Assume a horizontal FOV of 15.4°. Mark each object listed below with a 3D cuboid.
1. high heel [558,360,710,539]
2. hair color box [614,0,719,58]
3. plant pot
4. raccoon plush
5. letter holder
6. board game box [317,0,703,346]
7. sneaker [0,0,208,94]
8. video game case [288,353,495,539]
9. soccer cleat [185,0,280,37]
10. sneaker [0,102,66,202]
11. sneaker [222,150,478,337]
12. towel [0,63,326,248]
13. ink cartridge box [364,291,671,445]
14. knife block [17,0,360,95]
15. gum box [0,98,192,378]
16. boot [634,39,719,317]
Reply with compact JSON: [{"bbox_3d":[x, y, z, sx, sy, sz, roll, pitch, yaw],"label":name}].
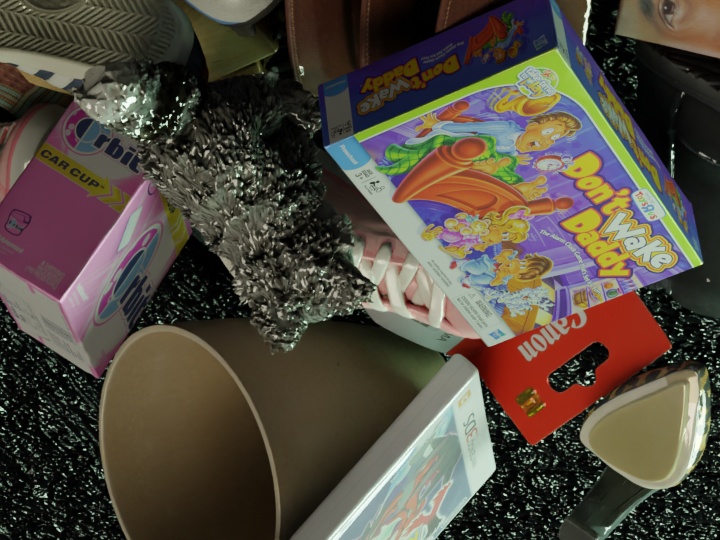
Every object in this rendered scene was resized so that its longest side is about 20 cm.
[{"bbox_3d":[0.198,0.084,1.669,0.071,0.143,0.200,39,142,10],"label":"high heel"},{"bbox_3d":[0.241,-0.158,1.393,0.198,0.064,0.111,14,144,9],"label":"hair color box"},{"bbox_3d":[-0.037,0.106,1.732,0.187,0.199,0.189,18,115,45],"label":"plant pot"},{"bbox_3d":[-0.079,-0.029,1.439,0.097,0.135,0.199,-33,158,36],"label":"raccoon plush"},{"bbox_3d":[0.039,-0.142,1.416,0.141,0.101,0.201,-14,143,-14],"label":"letter holder"},{"bbox_3d":[0.083,-0.050,1.418,0.134,0.045,0.200,-22,138,18],"label":"board game box"},{"bbox_3d":[-0.172,-0.133,1.492,0.199,0.075,0.085,23,169,24],"label":"sneaker"},{"bbox_3d":[0.011,0.162,1.674,0.023,0.200,0.182,38,166,20],"label":"video game case"},{"bbox_3d":[-0.100,-0.193,1.436,0.086,0.070,0.200,50,172,-34],"label":"soccer cleat"},{"bbox_3d":[-0.227,-0.062,1.679,0.104,0.076,0.200,29,163,9],"label":"sneaker"},{"bbox_3d":[0.000,0.000,1.566,0.199,0.104,0.076,28,130,25],"label":"sneaker"},{"bbox_3d":[-0.132,-0.094,1.674,0.199,0.022,0.147,32,141,-17],"label":"towel"},{"bbox_3d":[0.075,0.010,1.629,0.200,0.047,0.160,52,139,2],"label":"ink cartridge box"},{"bbox_3d":[-0.091,-0.166,1.520,0.198,0.064,0.176,15,135,2],"label":"knife block"},{"bbox_3d":[-0.164,-0.017,1.616,0.066,0.114,0.200,32,167,9],"label":"gum box"},{"bbox_3d":[0.217,-0.038,1.508,0.165,0.065,0.201,41,149,29],"label":"boot"}]
